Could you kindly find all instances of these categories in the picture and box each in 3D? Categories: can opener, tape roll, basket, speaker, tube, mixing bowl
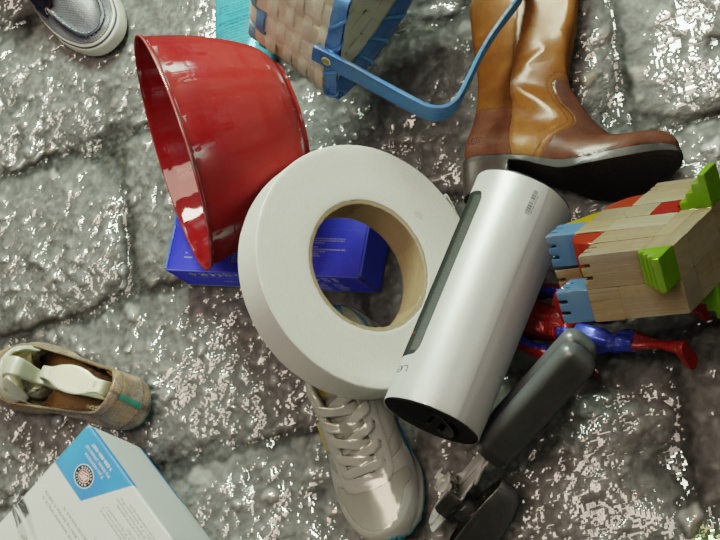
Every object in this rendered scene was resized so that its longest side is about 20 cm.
[{"bbox_3d":[0.118,0.132,1.342,0.066,0.053,0.201,33,112,-4],"label":"can opener"},{"bbox_3d":[0.000,0.000,1.387,0.037,0.201,0.205,-32,53,55],"label":"tape roll"},{"bbox_3d":[0.017,-0.217,1.438,0.199,0.140,0.177,26,54,7],"label":"basket"},{"bbox_3d":[0.090,0.029,1.345,0.081,0.081,0.201,13,70,31],"label":"speaker"},{"bbox_3d":[-0.106,-0.191,1.603,0.077,0.050,0.202,-9,63,21],"label":"tube"},{"bbox_3d":[-0.107,-0.111,1.457,0.107,0.201,0.201,-17,60,-13],"label":"mixing bowl"}]

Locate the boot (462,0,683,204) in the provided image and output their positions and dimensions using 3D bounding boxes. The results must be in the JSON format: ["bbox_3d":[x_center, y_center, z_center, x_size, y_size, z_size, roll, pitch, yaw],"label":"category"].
[{"bbox_3d":[0.173,-0.152,1.440,0.187,0.068,0.202,-12,59,33],"label":"boot"}]

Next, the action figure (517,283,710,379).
[{"bbox_3d":[0.170,0.043,1.363,0.199,0.052,0.066,5,69,35],"label":"action figure"}]

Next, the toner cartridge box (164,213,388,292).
[{"bbox_3d":[-0.069,-0.035,1.525,0.198,0.043,0.096,3,72,29],"label":"toner cartridge box"}]

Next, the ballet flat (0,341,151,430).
[{"bbox_3d":[-0.276,0.095,1.576,0.198,0.067,0.069,6,74,30],"label":"ballet flat"}]

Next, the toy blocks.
[{"bbox_3d":[0.203,-0.015,1.298,0.136,0.200,0.101,-7,108,35],"label":"toy blocks"}]

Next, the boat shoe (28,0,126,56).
[{"bbox_3d":[-0.311,-0.288,1.719,0.075,0.093,0.200,-50,57,4],"label":"boat shoe"}]

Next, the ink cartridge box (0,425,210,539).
[{"bbox_3d":[-0.237,0.257,1.485,0.200,0.086,0.147,-48,57,7],"label":"ink cartridge box"}]

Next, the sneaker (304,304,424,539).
[{"bbox_3d":[-0.005,0.124,1.411,0.076,0.081,0.202,-23,64,18],"label":"sneaker"}]
